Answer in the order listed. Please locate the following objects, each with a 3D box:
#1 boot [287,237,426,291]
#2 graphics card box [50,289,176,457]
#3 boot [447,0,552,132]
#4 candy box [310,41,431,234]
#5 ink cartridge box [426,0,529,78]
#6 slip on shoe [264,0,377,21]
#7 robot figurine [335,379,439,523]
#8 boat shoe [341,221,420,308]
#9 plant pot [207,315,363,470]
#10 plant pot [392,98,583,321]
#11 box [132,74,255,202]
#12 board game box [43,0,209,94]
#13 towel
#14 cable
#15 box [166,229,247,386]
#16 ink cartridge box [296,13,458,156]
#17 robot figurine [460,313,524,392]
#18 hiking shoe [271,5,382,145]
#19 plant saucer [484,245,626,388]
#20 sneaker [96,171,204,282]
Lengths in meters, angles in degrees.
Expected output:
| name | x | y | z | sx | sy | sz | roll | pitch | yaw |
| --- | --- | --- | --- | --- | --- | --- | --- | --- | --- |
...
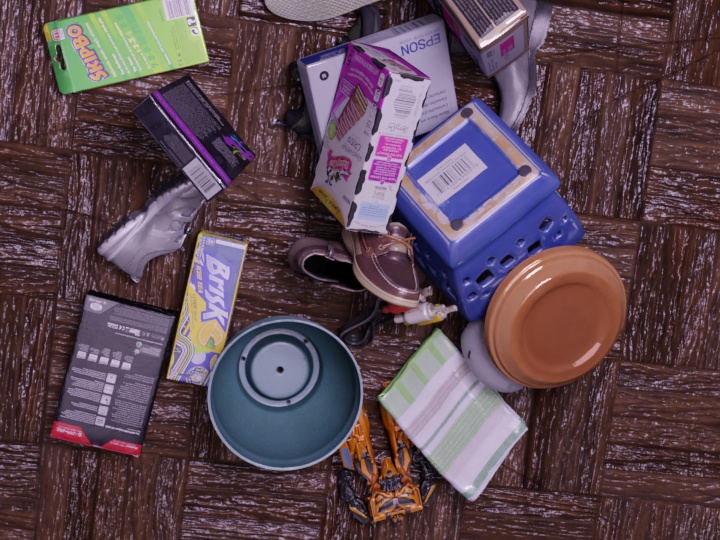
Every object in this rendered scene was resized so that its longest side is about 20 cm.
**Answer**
| name | x | y | z | sx | sy | sz | roll | pitch | yaw |
| --- | --- | --- | --- | --- | --- | --- | --- | --- | --- |
| boot | 0.000 | 0.000 | 1.547 | 0.199 | 0.146 | 0.071 | 10 | 99 | -7 |
| graphics card box | -0.331 | 0.137 | 1.575 | 0.125 | 0.051 | 0.201 | 14 | 96 | -8 |
| boot | 0.174 | -0.284 | 1.581 | 0.131 | 0.070 | 0.201 | 13 | 84 | -5 |
| candy box | 0.009 | -0.163 | 1.434 | 0.061 | 0.136 | 0.201 | 5 | 112 | -26 |
| ink cartridge box | 0.134 | -0.338 | 1.453 | 0.075 | 0.200 | 0.165 | -36 | 84 | 6 |
| slip on shoe | -0.031 | -0.382 | 1.546 | 0.199 | 0.074 | 0.061 | -15 | 59 | 3 |
| robot figurine | 0.031 | 0.259 | 1.626 | 0.144 | 0.058 | 0.201 | -14 | 98 | -5 |
| boat shoe | 0.031 | -0.029 | 1.458 | 0.072 | 0.200 | 0.072 | 13 | 117 | -23 |
| plant pot | -0.103 | 0.147 | 1.557 | 0.199 | 0.134 | 0.201 | -2 | 102 | -7 |
| plant pot | 0.144 | -0.086 | 1.498 | 0.200 | 0.180 | 0.200 | -38 | 62 | -2 |
| box | -0.205 | -0.171 | 1.478 | 0.036 | 0.200 | 0.143 | -36 | 99 | 16 |
| board game box | -0.307 | -0.298 | 1.538 | 0.199 | 0.030 | 0.096 | -14 | 98 | -7 |
| towel | 0.131 | 0.197 | 1.610 | 0.200 | 0.031 | 0.149 | 48 | 60 | -13 |
| cable | 0.027 | 0.065 | 1.540 | 0.097 | 0.200 | 0.051 | 22 | 52 | -37 |
| box | -0.205 | 0.050 | 1.572 | 0.070 | 0.064 | 0.201 | 12 | 95 | -8 |
| ink cartridge box | 0.031 | -0.209 | 1.528 | 0.199 | 0.041 | 0.201 | -22 | 123 | -14 |
| robot figurine | 0.232 | 0.079 | 1.598 | 0.200 | 0.125 | 0.151 | -34 | 96 | -2 |
| hiking shoe | -0.041 | -0.265 | 1.546 | 0.100 | 0.076 | 0.201 | 23 | 94 | -13 |
| plant saucer | 0.257 | 0.067 | 1.507 | 0.199 | 0.037 | 0.201 | -7 | 115 | -16 |
| sneaker | -0.252 | -0.067 | 1.557 | 0.200 | 0.075 | 0.082 | -37 | 109 | 9 |
